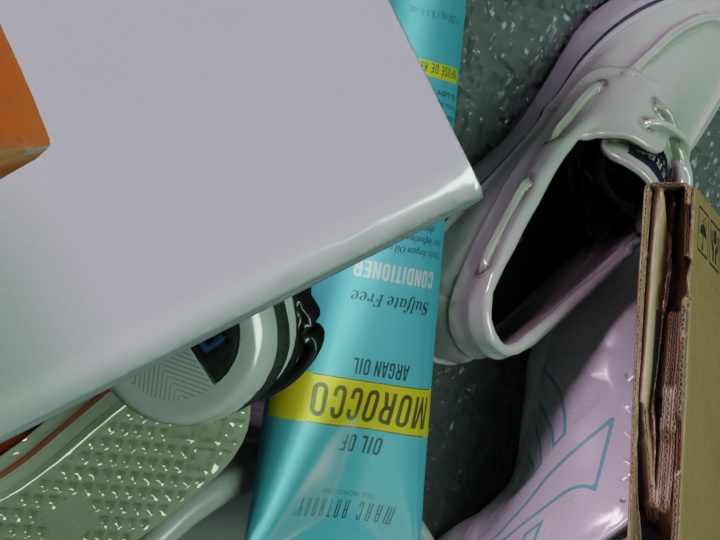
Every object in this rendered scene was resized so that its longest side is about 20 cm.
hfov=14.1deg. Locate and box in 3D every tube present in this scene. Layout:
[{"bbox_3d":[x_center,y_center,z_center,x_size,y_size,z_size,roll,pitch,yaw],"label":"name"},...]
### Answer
[{"bbox_3d":[0.000,0.000,0.957,0.077,0.050,0.202,9,85,-36],"label":"tube"}]

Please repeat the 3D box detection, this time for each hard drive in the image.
[{"bbox_3d":[-0.084,-0.034,0.790,0.199,0.027,0.133,-27,88,-6],"label":"hard drive"}]

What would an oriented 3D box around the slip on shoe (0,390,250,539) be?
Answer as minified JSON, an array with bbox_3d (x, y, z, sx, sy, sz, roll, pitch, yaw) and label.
[{"bbox_3d":[-0.127,0.078,0.899,0.199,0.061,0.074,-35,130,-18],"label":"slip on shoe"}]

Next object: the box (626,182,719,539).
[{"bbox_3d":[0.134,0.073,1.080,0.200,0.021,0.165,38,54,-66],"label":"box"}]

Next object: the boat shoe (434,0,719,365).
[{"bbox_3d":[0.088,-0.037,1.069,0.200,0.065,0.072,-40,121,-30],"label":"boat shoe"}]

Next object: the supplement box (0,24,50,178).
[{"bbox_3d":[-0.180,-0.014,0.733,0.069,0.199,0.066,63,22,2],"label":"supplement box"}]

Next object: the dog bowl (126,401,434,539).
[{"bbox_3d":[-0.046,0.145,0.982,0.199,0.058,0.202,-8,102,-41],"label":"dog bowl"}]

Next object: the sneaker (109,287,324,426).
[{"bbox_3d":[-0.075,-0.050,0.868,0.201,0.073,0.112,67,12,3],"label":"sneaker"}]

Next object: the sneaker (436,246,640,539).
[{"bbox_3d":[0.091,0.078,1.083,0.070,0.080,0.201,40,69,-37],"label":"sneaker"}]
